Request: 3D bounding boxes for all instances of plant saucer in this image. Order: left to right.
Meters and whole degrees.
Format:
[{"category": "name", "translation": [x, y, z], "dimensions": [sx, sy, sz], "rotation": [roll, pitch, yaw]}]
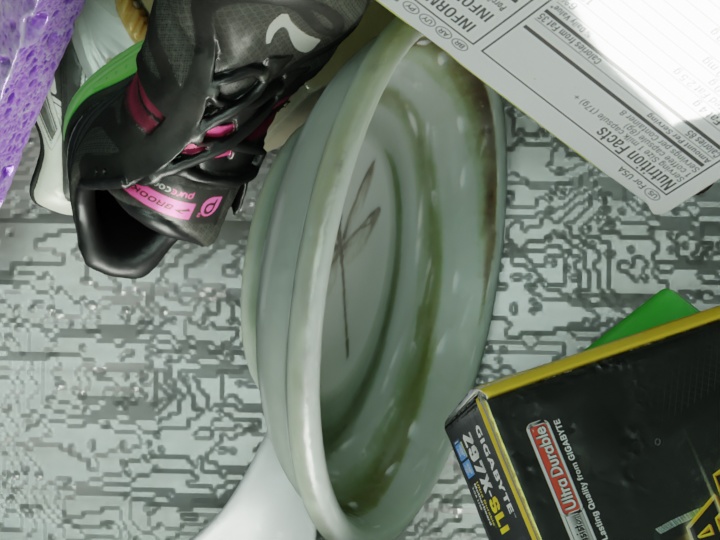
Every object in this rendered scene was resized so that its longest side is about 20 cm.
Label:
[{"category": "plant saucer", "translation": [0.000, 0.000, 0.805], "dimensions": [0.050, 0.200, 0.200], "rotation": [9, 90, 21]}]

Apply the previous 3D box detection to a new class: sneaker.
[{"category": "sneaker", "translation": [-0.138, -0.114, 0.876], "dimensions": [0.088, 0.076, 0.200], "rotation": [-31, 82, 12]}, {"category": "sneaker", "translation": [-0.049, -0.055, 0.756], "dimensions": [0.077, 0.200, 0.084], "rotation": [11, 62, -18]}]

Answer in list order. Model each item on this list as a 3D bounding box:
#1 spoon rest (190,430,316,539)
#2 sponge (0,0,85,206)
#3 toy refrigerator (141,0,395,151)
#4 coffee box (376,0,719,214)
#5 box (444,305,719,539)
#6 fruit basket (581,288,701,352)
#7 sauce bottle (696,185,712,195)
[{"category": "spoon rest", "translation": [-0.044, 0.123, 0.874], "dimensions": [0.099, 0.061, 0.200], "rotation": [20, 90, 5]}, {"category": "sponge", "translation": [-0.158, -0.106, 0.842], "dimensions": [0.112, 0.030, 0.200], "rotation": [41, 119, 25]}, {"category": "toy refrigerator", "translation": [-0.058, -0.148, 0.854], "dimensions": [0.076, 0.070, 0.200], "rotation": [-26, 82, -36]}, {"category": "coffee box", "translation": [0.098, -0.180, 0.682], "dimensions": [0.200, 0.200, 0.198], "rotation": [35, 135, -20]}, {"category": "box", "translation": [0.139, 0.111, 0.733], "dimensions": [0.160, 0.049, 0.200], "rotation": [-16, 77, -19]}, {"category": "fruit basket", "translation": [0.108, 0.134, 0.813], "dimensions": [0.216, 0.156, 0.216], "rotation": [0, 83, 0]}, {"category": "sauce bottle", "translation": [0.169, -0.121, 0.840], "dimensions": [0.066, 0.066, 0.200], "rotation": [41, 105, 4]}]
